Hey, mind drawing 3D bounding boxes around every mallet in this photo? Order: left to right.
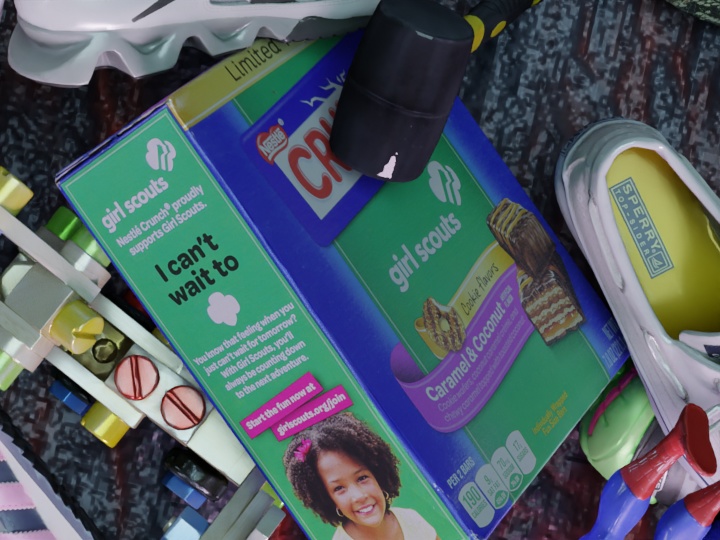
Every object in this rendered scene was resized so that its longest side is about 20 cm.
[{"bbox_3d":[0.045,-0.101,0.884,0.041,0.200,0.066,26,124,11],"label":"mallet"}]

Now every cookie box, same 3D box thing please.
[{"bbox_3d":[0.000,0.000,0.878,0.200,0.075,0.171,54,36,-5],"label":"cookie box"}]

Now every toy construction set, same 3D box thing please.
[{"bbox_3d":[-0.088,0.050,0.875,0.092,0.131,0.200,-37,87,-7],"label":"toy construction set"}]

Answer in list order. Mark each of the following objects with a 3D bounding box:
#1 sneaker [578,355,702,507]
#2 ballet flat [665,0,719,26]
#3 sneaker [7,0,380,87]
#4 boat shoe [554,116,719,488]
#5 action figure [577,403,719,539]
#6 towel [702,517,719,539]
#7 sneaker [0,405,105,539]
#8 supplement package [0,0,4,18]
[{"bbox_3d":[0.183,0.025,0.965,0.200,0.077,0.084,-45,102,1],"label":"sneaker"},{"bbox_3d":[0.139,-0.152,0.956,0.200,0.075,0.068,21,83,-9],"label":"ballet flat"},{"bbox_3d":[-0.042,-0.132,0.831,0.200,0.074,0.089,-20,122,-40],"label":"sneaker"},{"bbox_3d":[0.149,0.029,0.881,0.075,0.086,0.202,-29,98,-2],"label":"boat shoe"},{"bbox_3d":[0.089,0.133,0.892,0.065,0.200,0.052,20,42,-28],"label":"action figure"},{"bbox_3d":[0.210,0.155,0.966,0.200,0.050,0.148,-39,101,-10],"label":"towel"},{"bbox_3d":[-0.168,0.093,0.894,0.082,0.070,0.200,-38,91,-5],"label":"sneaker"},{"bbox_3d":[-0.204,-0.069,0.825,0.114,0.200,0.110,23,85,-10],"label":"supplement package"}]
